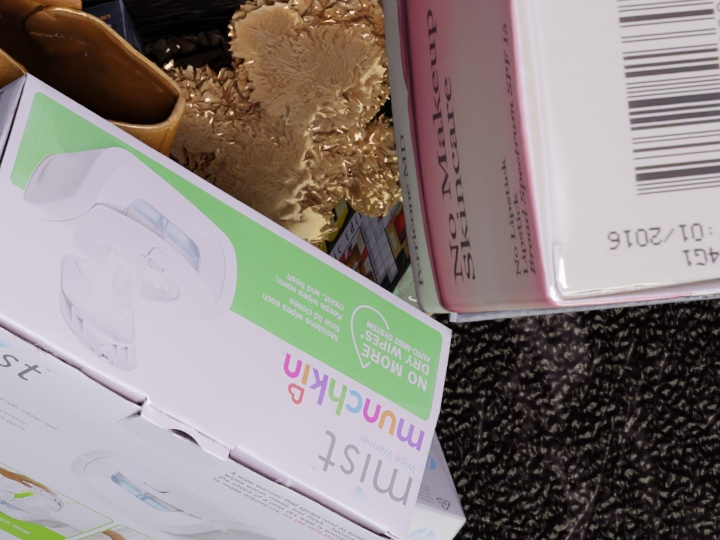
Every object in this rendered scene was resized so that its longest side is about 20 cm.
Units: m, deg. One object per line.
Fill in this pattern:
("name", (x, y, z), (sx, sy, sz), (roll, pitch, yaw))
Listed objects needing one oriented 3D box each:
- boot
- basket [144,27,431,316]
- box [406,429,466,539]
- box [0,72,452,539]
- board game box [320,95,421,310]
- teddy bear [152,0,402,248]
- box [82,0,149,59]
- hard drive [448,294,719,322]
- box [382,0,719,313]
("boot", (-0.164, -0.069, 1.060), (0.200, 0.071, 0.144), (21, 148, -1))
("basket", (-0.030, -0.042, 1.398), (0.142, 0.150, 0.200), (-9, 180, 14))
("box", (-0.042, 0.048, 1.373), (0.155, 0.041, 0.200), (19, -152, -27))
("box", (-0.101, 0.039, 1.045), (0.199, 0.097, 0.176), (31, 147, -27))
("board game box", (0.000, 0.000, 1.231), (0.023, 0.201, 0.105), (19, -150, -22))
("teddy bear", (-0.043, -0.050, 1.139), (0.144, 0.067, 0.201), (2, 135, -5))
("box", (-0.148, -0.022, 1.229), (0.158, 0.046, 0.200), (-13, 145, 6))
("hard drive", (0.101, -0.063, 1.242), (0.134, 0.042, 0.201), (-5, -138, 12))
("box", (0.083, -0.053, 0.967), (0.108, 0.129, 0.200), (-7, 179, -11))
